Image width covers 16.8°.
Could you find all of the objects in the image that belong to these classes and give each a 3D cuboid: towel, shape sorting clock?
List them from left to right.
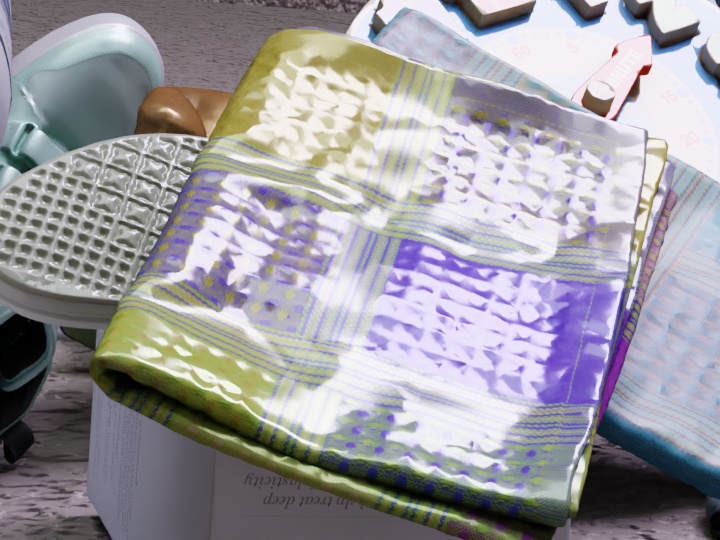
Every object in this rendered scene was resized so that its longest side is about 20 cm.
[{"bbox_3d":[0.013,-0.004,0.722,0.144,0.023,0.200,20,37,4],"label":"towel"},{"bbox_3d":[0.071,-0.007,0.794,0.200,0.022,0.147,30,38,7],"label":"towel"},{"bbox_3d":[0.087,-0.054,0.935,0.200,0.039,0.200,7,46,-7],"label":"shape sorting clock"}]

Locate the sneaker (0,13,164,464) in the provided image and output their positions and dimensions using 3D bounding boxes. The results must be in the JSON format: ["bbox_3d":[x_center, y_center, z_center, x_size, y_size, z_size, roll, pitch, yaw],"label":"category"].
[{"bbox_3d":[-0.123,-0.009,0.944,0.118,0.200,0.074,21,-21,52],"label":"sneaker"}]

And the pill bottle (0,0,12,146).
[{"bbox_3d":[-0.187,-0.076,0.889,0.120,0.120,0.200,1,24,-8],"label":"pill bottle"}]

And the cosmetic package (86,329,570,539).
[{"bbox_3d":[-0.017,0.064,0.776,0.113,0.081,0.200,1,10,-18],"label":"cosmetic package"}]

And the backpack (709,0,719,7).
[{"bbox_3d":[0.213,-0.045,1.147,0.200,0.154,0.163,43,17,-39],"label":"backpack"}]

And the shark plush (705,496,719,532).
[{"bbox_3d":[0.170,0.041,0.939,0.091,0.083,0.200,2,11,-1],"label":"shark plush"}]

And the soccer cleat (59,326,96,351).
[{"bbox_3d":[-0.097,-0.002,1.156,0.084,0.065,0.200,-3,10,4],"label":"soccer cleat"}]

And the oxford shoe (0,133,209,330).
[{"bbox_3d":[-0.038,-0.009,0.811,0.200,0.075,0.058,-12,-27,-35],"label":"oxford shoe"}]

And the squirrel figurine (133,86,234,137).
[{"bbox_3d":[0.000,0.000,0.990,0.187,0.142,0.200,9,13,-2],"label":"squirrel figurine"}]
